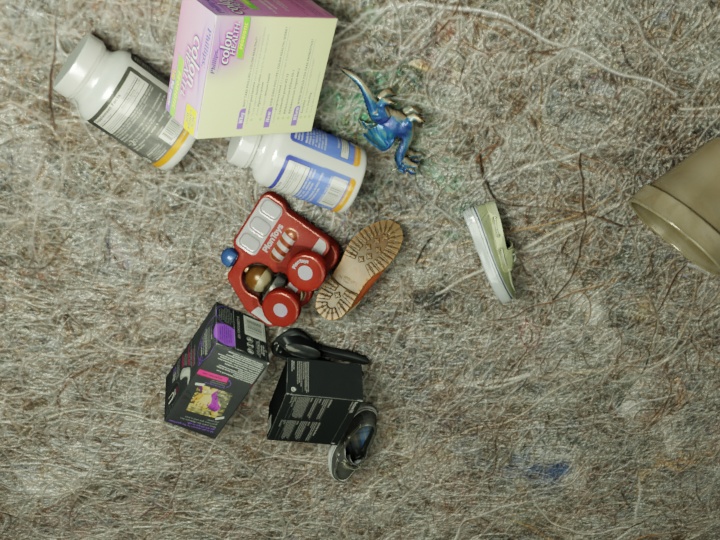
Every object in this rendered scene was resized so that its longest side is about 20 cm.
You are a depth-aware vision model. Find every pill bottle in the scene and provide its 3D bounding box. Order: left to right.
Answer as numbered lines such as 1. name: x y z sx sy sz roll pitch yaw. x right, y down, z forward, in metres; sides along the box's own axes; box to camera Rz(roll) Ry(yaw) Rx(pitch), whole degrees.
1. pill bottle: -0.334 -0.245 1.374 0.199 0.117 0.116 34 114 -27
2. pill bottle: -0.100 -0.172 1.462 0.199 0.112 0.112 19 120 -20

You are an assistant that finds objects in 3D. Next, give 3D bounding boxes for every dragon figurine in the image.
1. dragon figurine: 0.033 -0.226 1.476 0.199 0.059 0.100 28 116 -26

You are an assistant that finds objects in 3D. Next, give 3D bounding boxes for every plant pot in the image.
1. plant pot: 0.577 -0.118 1.569 0.200 0.200 0.174 36 97 -28

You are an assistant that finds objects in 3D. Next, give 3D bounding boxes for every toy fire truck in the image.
1. toy fire truck: -0.142 -0.013 1.583 0.167 0.112 0.200 36 115 -2

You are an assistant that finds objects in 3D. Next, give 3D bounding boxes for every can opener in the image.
1. can opener: -0.073 0.159 1.729 0.199 0.079 0.064 22 111 -32

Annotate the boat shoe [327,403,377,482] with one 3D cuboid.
1. boat shoe: -0.011 0.356 1.869 0.069 0.066 0.201 15 121 -18

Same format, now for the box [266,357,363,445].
1. box: -0.086 0.243 1.735 0.140 0.079 0.200 9 145 -12

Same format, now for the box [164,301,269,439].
1. box: -0.256 0.178 1.675 0.106 0.123 0.200 25 118 -24

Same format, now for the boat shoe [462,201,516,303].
1. boat shoe: 0.237 -0.029 1.637 0.062 0.072 0.201 -21 122 10

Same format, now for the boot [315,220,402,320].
1. boot: 0.000 0.000 1.626 0.075 0.107 0.200 40 89 10

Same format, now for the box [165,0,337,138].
1. box: -0.154 -0.290 1.330 0.199 0.097 0.177 -11 130 -38
